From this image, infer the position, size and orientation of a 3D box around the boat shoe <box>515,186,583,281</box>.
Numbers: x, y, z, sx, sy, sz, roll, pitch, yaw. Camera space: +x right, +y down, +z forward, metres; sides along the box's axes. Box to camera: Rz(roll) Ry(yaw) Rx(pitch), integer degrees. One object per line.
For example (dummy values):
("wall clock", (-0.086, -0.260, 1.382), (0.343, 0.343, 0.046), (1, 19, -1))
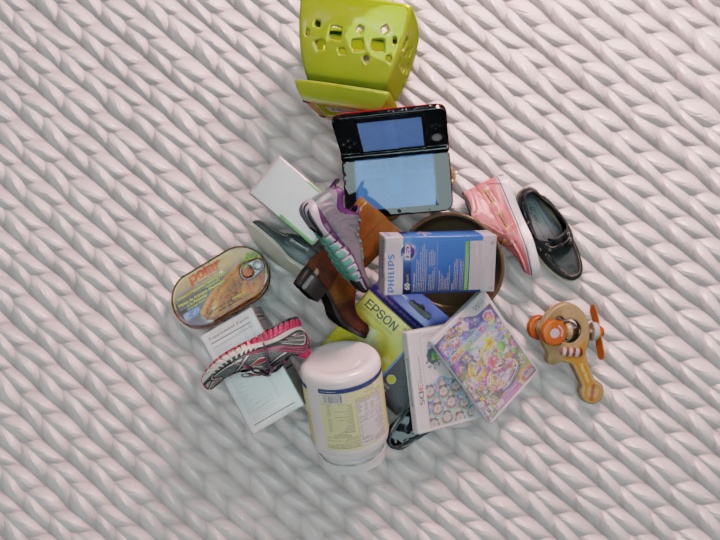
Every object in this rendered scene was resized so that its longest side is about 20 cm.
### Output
("boat shoe", (0.355, -0.069, 1.398), (0.074, 0.066, 0.200), (-26, 87, 0))

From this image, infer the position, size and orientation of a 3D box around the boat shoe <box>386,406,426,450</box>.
("boat shoe", (0.127, 0.259, 1.395), (0.199, 0.062, 0.075), (-36, 86, 0))

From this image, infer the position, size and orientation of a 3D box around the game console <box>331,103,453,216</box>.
("game console", (0.059, -0.190, 1.325), (0.198, 0.173, 0.120), (-5, 64, 7))

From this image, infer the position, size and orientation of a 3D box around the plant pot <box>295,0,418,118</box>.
("plant pot", (-0.009, -0.371, 1.358), (0.198, 0.199, 0.183), (11, 92, 8))

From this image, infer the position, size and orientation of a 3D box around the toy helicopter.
("toy helicopter", (0.406, 0.151, 1.396), (0.132, 0.079, 0.201), (-26, 98, -8))

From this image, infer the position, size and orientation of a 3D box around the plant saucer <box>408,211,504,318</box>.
("plant saucer", (0.168, -0.010, 1.395), (0.198, 0.029, 0.202), (3, 103, 15))

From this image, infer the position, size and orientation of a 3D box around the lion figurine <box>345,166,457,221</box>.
("lion figurine", (0.077, -0.151, 1.418), (0.122, 0.073, 0.200), (43, 104, -10))

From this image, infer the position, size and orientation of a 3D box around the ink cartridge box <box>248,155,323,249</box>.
("ink cartridge box", (-0.104, -0.115, 1.351), (0.145, 0.200, 0.088), (39, 93, 2))

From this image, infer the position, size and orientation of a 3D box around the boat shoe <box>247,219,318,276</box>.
("boat shoe", (-0.125, -0.036, 1.422), (0.200, 0.073, 0.062), (37, 65, 4))

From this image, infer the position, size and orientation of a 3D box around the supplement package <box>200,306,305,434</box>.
("supplement package", (-0.190, 0.179, 1.386), (0.113, 0.110, 0.201), (-29, 87, 1))

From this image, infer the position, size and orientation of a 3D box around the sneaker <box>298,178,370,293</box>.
("sneaker", (-0.016, -0.052, 1.238), (0.087, 0.074, 0.201), (-41, 125, -11))

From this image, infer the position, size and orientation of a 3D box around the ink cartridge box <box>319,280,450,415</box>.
("ink cartridge box", (0.062, 0.131, 1.400), (0.197, 0.047, 0.200), (41, 100, 4))

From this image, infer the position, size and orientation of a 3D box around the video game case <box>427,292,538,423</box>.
("video game case", (0.226, 0.156, 1.366), (0.143, 0.018, 0.200), (-42, 107, -18))

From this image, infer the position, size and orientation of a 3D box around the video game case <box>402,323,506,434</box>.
("video game case", (0.174, 0.185, 1.365), (0.199, 0.024, 0.184), (-8, 93, -27))

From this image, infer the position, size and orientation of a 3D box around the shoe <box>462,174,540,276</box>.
("shoe", (0.261, -0.073, 1.403), (0.090, 0.071, 0.201), (-20, 82, 3))

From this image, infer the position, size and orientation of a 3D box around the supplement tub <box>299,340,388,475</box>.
("supplement tub", (-0.025, 0.243, 1.336), (0.144, 0.145, 0.202), (-7, 112, 2))

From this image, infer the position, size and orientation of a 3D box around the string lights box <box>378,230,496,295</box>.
("string lights box", (0.133, -0.015, 1.316), (0.198, 0.059, 0.104), (-1, 103, -9))

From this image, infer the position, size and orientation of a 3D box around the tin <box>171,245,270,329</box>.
("tin", (-0.264, 0.032, 1.432), (0.199, 0.042, 0.113), (-30, 91, 1))

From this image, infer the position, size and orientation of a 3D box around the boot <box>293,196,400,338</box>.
("boot", (0.000, 0.000, 1.346), (0.188, 0.068, 0.200), (44, 77, -22))

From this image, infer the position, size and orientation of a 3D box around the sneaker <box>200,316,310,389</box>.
("sneaker", (-0.181, 0.154, 1.292), (0.199, 0.081, 0.075), (-27, 89, 0))
